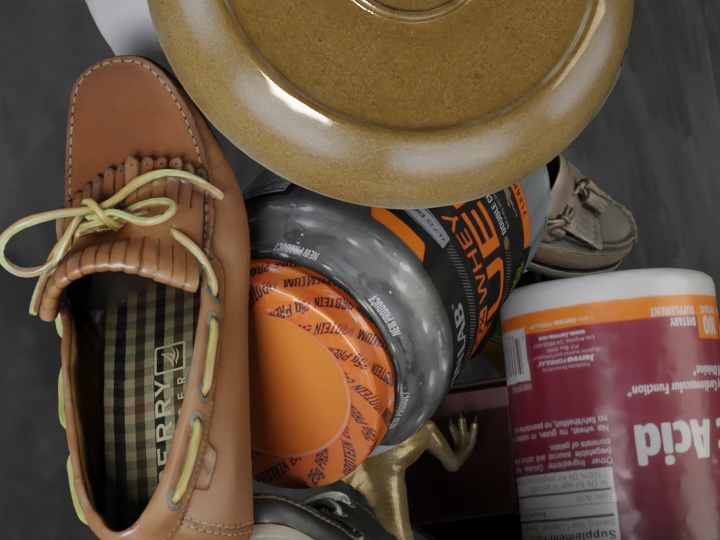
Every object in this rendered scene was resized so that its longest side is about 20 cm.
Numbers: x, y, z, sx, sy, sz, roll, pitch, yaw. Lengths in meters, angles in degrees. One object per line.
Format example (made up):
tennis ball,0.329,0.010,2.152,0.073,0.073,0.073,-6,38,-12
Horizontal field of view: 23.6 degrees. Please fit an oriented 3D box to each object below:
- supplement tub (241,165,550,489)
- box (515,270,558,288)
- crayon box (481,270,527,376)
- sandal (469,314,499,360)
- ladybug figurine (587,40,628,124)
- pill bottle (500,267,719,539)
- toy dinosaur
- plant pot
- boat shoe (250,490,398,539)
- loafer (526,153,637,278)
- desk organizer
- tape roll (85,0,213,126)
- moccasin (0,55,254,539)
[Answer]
supplement tub,0.000,0.000,0.750,0.200,0.122,0.123,-52,127,-53
box,0.159,0.105,1.046,0.137,0.038,0.200,44,24,-55
crayon box,0.089,-0.016,1.125,0.200,0.051,0.126,47,36,-53
sandal,0.040,-0.031,0.891,0.055,0.082,0.200,-49,143,-42
ladybug figurine,0.045,-0.132,0.750,0.200,0.072,0.136,21,44,-34
pill bottle,0.138,0.105,0.892,0.114,0.114,0.200,13,70,-68
toy dinosaur,0.010,0.088,0.874,0.101,0.058,0.200,-10,80,-55
plant pot,0.016,-0.124,0.668,0.027,0.200,0.200,136,-54,-73
boat shoe,-0.020,0.127,0.730,0.200,0.072,0.068,50,27,-59
loafer,0.089,-0.047,0.991,0.200,0.063,0.072,15,46,-31
desk organizer,0.092,0.135,1.017,0.200,0.072,0.077,44,41,-57
tape roll,-0.064,-0.169,0.778,0.202,0.071,0.203,-12,90,-70
moccasin,-0.083,0.009,0.619,0.078,0.074,0.202,48,36,-59
